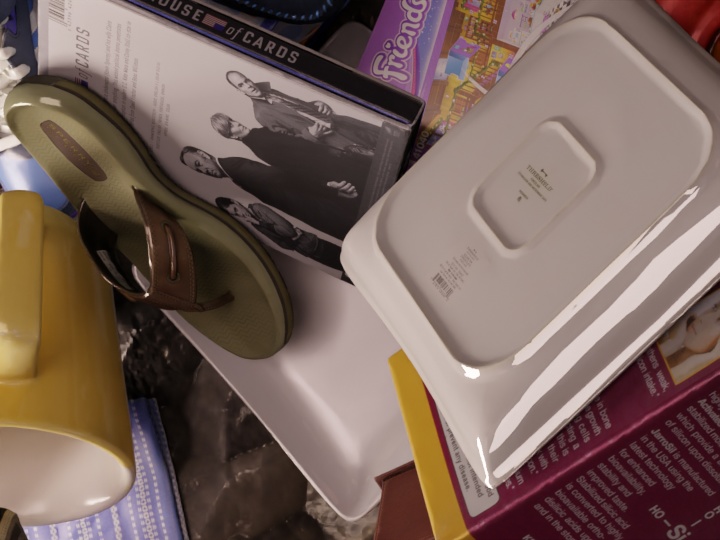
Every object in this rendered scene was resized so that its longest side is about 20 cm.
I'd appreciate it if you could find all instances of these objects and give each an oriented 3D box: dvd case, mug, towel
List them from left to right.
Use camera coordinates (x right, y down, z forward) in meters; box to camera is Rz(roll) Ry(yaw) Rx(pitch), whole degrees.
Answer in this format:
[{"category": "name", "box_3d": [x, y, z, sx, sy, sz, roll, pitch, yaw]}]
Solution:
[{"category": "mug", "box_3d": [-0.186, 0.040, 1.067, 0.186, 0.149, 0.154, -27, 53, 38]}, {"category": "towel", "box_3d": [-0.195, 0.163, 1.146, 0.199, 0.024, 0.146, -15, 86, 20]}, {"category": "dvd case", "box_3d": [-0.073, -0.076, 0.986, 0.199, 0.151, 0.025, 25, 58, 5]}]

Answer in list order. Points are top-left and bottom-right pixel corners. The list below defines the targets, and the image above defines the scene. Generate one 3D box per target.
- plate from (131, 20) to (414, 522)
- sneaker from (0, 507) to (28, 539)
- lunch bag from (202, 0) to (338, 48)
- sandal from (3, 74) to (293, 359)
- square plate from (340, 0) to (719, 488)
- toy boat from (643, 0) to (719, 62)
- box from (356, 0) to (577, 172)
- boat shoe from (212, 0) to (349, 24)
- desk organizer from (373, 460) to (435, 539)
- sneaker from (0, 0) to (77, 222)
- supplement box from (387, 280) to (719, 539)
[{"category": "plate", "box_3d": [0.000, 0.000, 1.065, 0.200, 0.032, 0.200, -47, 74, 15]}, {"category": "sneaker", "box_3d": [-0.167, 0.217, 1.090, 0.087, 0.074, 0.201, -10, 111, 12]}, {"category": "lunch bag", "box_3d": [-0.072, -0.206, 1.043, 0.170, 0.124, 0.200, 42, 100, 6]}, {"category": "sandal", "box_3d": [-0.119, -0.017, 1.022, 0.201, 0.058, 0.080, 44, 139, -21]}, {"category": "square plate", "box_3d": [0.085, -0.030, 0.865, 0.198, 0.028, 0.200, -44, 37, 8]}, {"category": "toy boat", "box_3d": [0.190, -0.095, 0.913, 0.130, 0.131, 0.200, 37, 91, -11]}, {"category": "box", "box_3d": [0.085, -0.135, 1.007, 0.136, 0.039, 0.201, 23, 90, 15]}, {"category": "boat shoe", "box_3d": [-0.098, -0.176, 0.957, 0.199, 0.069, 0.085, 25, 106, 9]}, {"category": "desk organizer", "box_3d": [0.106, 0.115, 0.986, 0.199, 0.077, 0.072, -26, 113, 19]}, {"category": "sneaker", "box_3d": [-0.217, -0.121, 1.088, 0.080, 0.146, 0.202, -14, 85, 21]}, {"category": "supplement box", "box_3d": [0.127, 0.055, 0.864, 0.199, 0.103, 0.131, -34, 36, 16]}]
